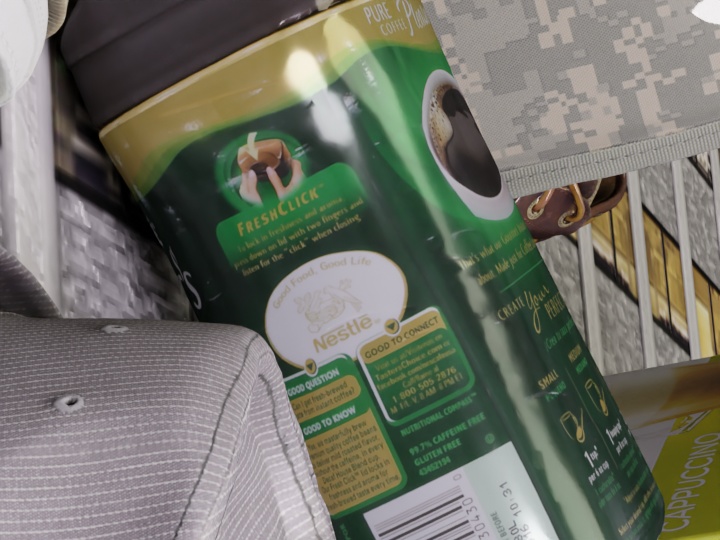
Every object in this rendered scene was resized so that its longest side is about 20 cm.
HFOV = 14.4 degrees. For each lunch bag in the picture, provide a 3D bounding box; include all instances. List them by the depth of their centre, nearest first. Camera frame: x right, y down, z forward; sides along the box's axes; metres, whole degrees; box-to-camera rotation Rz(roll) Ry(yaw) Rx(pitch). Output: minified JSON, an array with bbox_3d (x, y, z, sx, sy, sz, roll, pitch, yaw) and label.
[{"bbox_3d":[0.046,-0.112,0.823,0.118,0.199,0.165,-59,136,-64],"label":"lunch bag"}]

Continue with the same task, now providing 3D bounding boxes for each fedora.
[{"bbox_3d":[-0.055,0.076,0.583,0.200,0.090,0.178,-53,132,-67],"label":"fedora"}]

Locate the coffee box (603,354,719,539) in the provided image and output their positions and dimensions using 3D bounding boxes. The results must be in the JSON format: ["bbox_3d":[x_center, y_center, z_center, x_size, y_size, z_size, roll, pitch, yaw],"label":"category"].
[{"bbox_3d":[0.118,0.149,0.935,0.200,0.197,0.201,-44,121,-69],"label":"coffee box"}]

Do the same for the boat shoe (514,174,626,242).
[{"bbox_3d":[0.054,-0.043,1.035,0.200,0.072,0.073,27,56,-70],"label":"boat shoe"}]

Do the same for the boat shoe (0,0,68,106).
[{"bbox_3d":[-0.118,-0.068,0.493,0.200,0.074,0.069,41,48,-55],"label":"boat shoe"}]

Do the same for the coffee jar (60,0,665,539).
[{"bbox_3d":[0.000,0.000,0.743,0.201,0.085,0.104,64,17,-1],"label":"coffee jar"}]
